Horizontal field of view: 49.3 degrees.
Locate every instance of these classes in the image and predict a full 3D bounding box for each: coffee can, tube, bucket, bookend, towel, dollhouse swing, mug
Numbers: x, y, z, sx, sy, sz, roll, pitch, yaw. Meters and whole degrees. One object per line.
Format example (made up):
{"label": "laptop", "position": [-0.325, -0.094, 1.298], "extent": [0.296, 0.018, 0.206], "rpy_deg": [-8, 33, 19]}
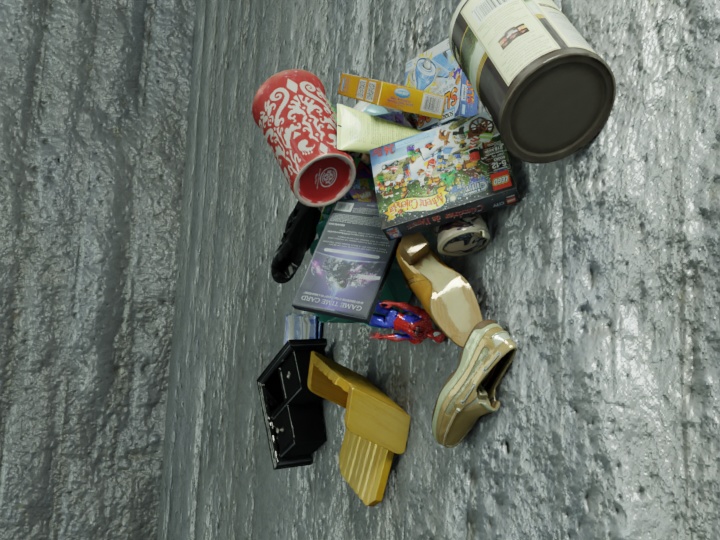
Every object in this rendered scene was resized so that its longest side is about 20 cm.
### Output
{"label": "coffee can", "position": [0.207, -0.254, 0.973], "extent": [0.203, 0.143, 0.148], "rpy_deg": [-108, 35, -43]}
{"label": "tube", "position": [0.049, -0.208, 1.244], "extent": [0.053, 0.195, 0.058], "rpy_deg": [-68, 30, 24]}
{"label": "bucket", "position": [0.000, 0.000, 1.379], "extent": [0.206, 0.131, 0.214], "rpy_deg": [-173, 90, -66]}
{"label": "bookend", "position": [-0.126, 0.277, 1.622], "extent": [0.199, 0.090, 0.204], "rpy_deg": [-48, 49, 49]}
{"label": "towel", "position": [-0.135, 0.172, 1.768], "extent": [0.199, 0.023, 0.152], "rpy_deg": [176, 99, -65]}
{"label": "dollhouse swing", "position": [-0.030, 0.277, 1.361], "extent": [0.179, 0.179, 0.199], "rpy_deg": [-61, 27, 0]}
{"label": "mug", "position": [-0.080, -0.201, 1.292], "extent": [0.131, 0.178, 0.202], "rpy_deg": [-30, 52, 5]}

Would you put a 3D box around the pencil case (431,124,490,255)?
{"label": "pencil case", "position": [0.139, -0.117, 1.168], "extent": [0.089, 0.077, 0.205], "rpy_deg": [-35, 51, 38]}

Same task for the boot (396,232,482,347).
{"label": "boot", "position": [0.119, 0.038, 1.180], "extent": [0.204, 0.070, 0.144], "rpy_deg": [59, 175, 17]}

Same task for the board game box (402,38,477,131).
{"label": "board game box", "position": [0.129, -0.296, 1.284], "extent": [0.199, 0.034, 0.140], "rpy_deg": [174, 101, -65]}

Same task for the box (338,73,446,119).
{"label": "box", "position": [0.044, -0.289, 1.286], "extent": [0.200, 0.116, 0.043], "rpy_deg": [42, 121, 60]}

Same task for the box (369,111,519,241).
{"label": "box", "position": [0.116, -0.137, 1.117], "extent": [0.038, 0.195, 0.140], "rpy_deg": [51, -154, -58]}

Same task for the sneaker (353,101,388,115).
{"label": "sneaker", "position": [-0.016, -0.228, 1.459], "extent": [0.081, 0.074, 0.201], "rpy_deg": [38, 88, 19]}

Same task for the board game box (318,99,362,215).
{"label": "board game box", "position": [-0.065, -0.207, 1.376], "extent": [0.137, 0.029, 0.201], "rpy_deg": [-62, 36, 25]}

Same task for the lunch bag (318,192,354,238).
{"label": "lunch bag", "position": [-0.036, -0.155, 1.563], "extent": [0.161, 0.080, 0.206], "rpy_deg": [138, 134, -59]}

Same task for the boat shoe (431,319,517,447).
{"label": "boat shoe", "position": [0.158, 0.172, 1.081], "extent": [0.076, 0.070, 0.204], "rpy_deg": [42, 125, 42]}

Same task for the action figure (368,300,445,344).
{"label": "action figure", "position": [0.041, 0.074, 1.237], "extent": [0.052, 0.195, 0.067], "rpy_deg": [-44, -29, -70]}

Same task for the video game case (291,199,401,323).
{"label": "video game case", "position": [-0.013, -0.020, 1.235], "extent": [0.140, 0.019, 0.204], "rpy_deg": [8, 64, 31]}

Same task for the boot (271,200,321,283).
{"label": "boot", "position": [-0.121, -0.044, 1.466], "extent": [0.202, 0.064, 0.167], "rpy_deg": [-80, 6, -50]}

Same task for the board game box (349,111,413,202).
{"label": "board game box", "position": [0.022, -0.184, 1.362], "extent": [0.196, 0.039, 0.162], "rpy_deg": [1, 110, 42]}
